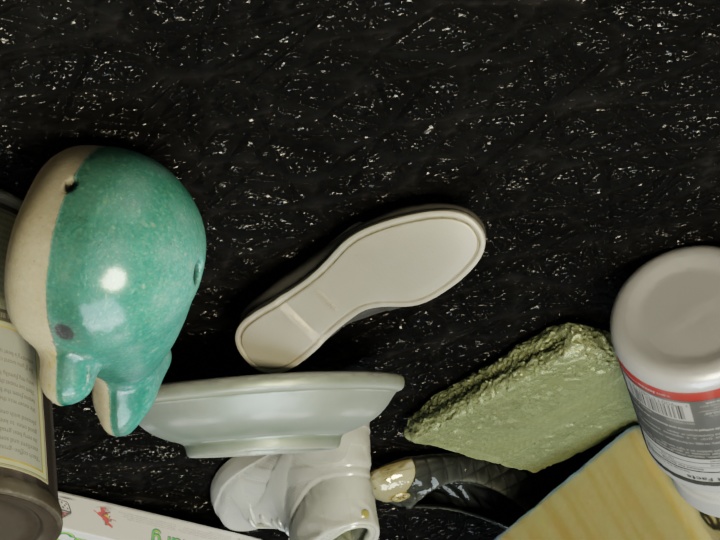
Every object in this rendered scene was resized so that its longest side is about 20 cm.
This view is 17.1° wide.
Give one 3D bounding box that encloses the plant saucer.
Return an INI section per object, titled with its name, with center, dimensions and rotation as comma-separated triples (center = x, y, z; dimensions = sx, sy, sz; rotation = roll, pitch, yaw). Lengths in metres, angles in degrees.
[plant saucer]
center = -0.068, 0.101, 1.650
dimensions = 0.200, 0.050, 0.200
rotation = -4, 174, 0

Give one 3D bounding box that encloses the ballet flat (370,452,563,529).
[ballet flat]
center = 0.091, 0.182, 1.913
dimensions = 0.200, 0.057, 0.066
rotation = 12, 151, -33

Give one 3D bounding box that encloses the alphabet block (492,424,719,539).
[alphabet block]
center = 0.243, 0.254, 1.858
dimensions = 0.196, 0.200, 0.195
rotation = -44, 152, 28

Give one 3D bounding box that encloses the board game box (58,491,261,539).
[board game box]
center = -0.192, 0.231, 1.922
dimensions = 0.200, 0.035, 0.126
rotation = 15, 146, -19

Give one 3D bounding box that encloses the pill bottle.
[pill bottle]
center = 0.245, 0.082, 1.665
dimensions = 0.116, 0.116, 0.200
rotation = -13, 143, 9

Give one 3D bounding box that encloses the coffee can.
[coffee can]
center = -0.257, 0.066, 1.435
dimensions = 0.146, 0.200, 0.146
rotation = -6, 154, -3

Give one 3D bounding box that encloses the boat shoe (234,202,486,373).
[boat shoe]
center = 0.000, 0.000, 1.553
dimensions = 0.200, 0.057, 0.067
rotation = -30, 110, 30

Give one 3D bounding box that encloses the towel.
[towel]
center = 0.140, 0.095, 1.783
dimensions = 0.148, 0.037, 0.200
rotation = 15, 146, -36

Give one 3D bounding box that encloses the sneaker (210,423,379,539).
[sneaker]
center = -0.053, 0.191, 1.831
dimensions = 0.074, 0.116, 0.200
rotation = 6, 153, -29

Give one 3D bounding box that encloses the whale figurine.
[whale figurine]
center = -0.136, 0.017, 1.419
dimensions = 0.104, 0.159, 0.200
rotation = 7, 141, 17
